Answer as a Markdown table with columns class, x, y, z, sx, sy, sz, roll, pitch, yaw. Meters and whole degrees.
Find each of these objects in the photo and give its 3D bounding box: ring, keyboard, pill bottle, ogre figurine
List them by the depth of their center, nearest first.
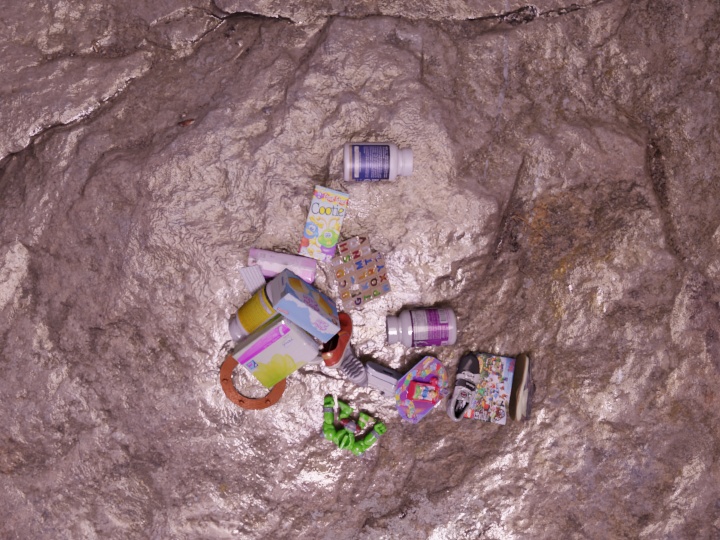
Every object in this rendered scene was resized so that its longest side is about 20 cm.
| class | x | y | z | sx | sy | sz | roll | pitch | yaw |
| --- | --- | --- | --- | --- | --- | --- | --- | --- | --- |
| keyboard | -0.294 | 0.041 | 1.590 | 0.056 | 0.201 | 0.011 | -17 | 60 | -5 |
| pill bottle | -0.282 | 0.125 | 1.603 | 0.199 | 0.112 | 0.113 | -39 | 93 | 20 |
| pill bottle | 0.049 | -0.316 | 1.628 | 0.197 | 0.111 | 0.113 | 0 | 92 | -3 |
| ring | -0.317 | 0.323 | 1.648 | 0.197 | 0.019 | 0.203 | 0 | 106 | 1 |
| pill bottle | 0.175 | 0.169 | 1.649 | 0.197 | 0.112 | 0.114 | -3 | 92 | -3 |
| ogre figurine | -0.036 | 0.466 | 1.656 | 0.199 | 0.098 | 0.121 | 31 | 78 | -15 |

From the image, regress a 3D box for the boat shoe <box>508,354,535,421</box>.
| class | x | y | z | sx | sy | sz | roll | pitch | yaw |
| --- | --- | --- | --- | --- | --- | --- | --- | --- | --- |
| boat shoe | 0.496 | 0.356 | 1.698 | 0.065 | 0.072 | 0.204 | 7 | 92 | -13 |

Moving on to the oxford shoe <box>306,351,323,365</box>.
| class | x | y | z | sx | sy | sz | roll | pitch | yaw |
| --- | --- | --- | --- | --- | --- | --- | --- | --- | --- |
| oxford shoe | -0.199 | 0.228 | 1.648 | 0.197 | 0.075 | 0.058 | 16 | 111 | 1 |

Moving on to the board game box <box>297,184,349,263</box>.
| class | x | y | z | sx | sy | sz | roll | pitch | yaw |
| --- | --- | --- | --- | --- | --- | --- | --- | --- | --- |
| board game box | -0.106 | -0.132 | 1.629 | 0.103 | 0.103 | 0.203 | 15 | 91 | -4 |

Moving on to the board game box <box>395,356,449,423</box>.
| class | x | y | z | sx | sy | sz | roll | pitch | yaw |
| --- | --- | --- | --- | --- | --- | --- | --- | --- | --- |
| board game box | 0.191 | 0.353 | 1.644 | 0.199 | 0.039 | 0.159 | -36 | 114 | -25 |

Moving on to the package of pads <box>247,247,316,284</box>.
| class | x | y | z | sx | sy | sz | roll | pitch | yaw |
| --- | --- | --- | --- | --- | --- | --- | --- | --- | --- |
| package of pads | -0.223 | -0.008 | 1.615 | 0.197 | 0.121 | 0.077 | 10 | 79 | -4 |

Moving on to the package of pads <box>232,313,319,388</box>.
| class | x | y | z | sx | sy | sz | roll | pitch | yaw |
| --- | --- | --- | --- | --- | --- | --- | --- | --- | --- |
| package of pads | -0.230 | 0.222 | 1.553 | 0.199 | 0.068 | 0.155 | -35 | 113 | 16 |

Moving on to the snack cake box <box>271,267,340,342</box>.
| class | x | y | z | sx | sy | sz | roll | pitch | yaw |
| --- | --- | --- | --- | --- | --- | --- | --- | --- | --- |
| snack cake box | -0.150 | 0.097 | 1.541 | 0.067 | 0.116 | 0.199 | -41 | 124 | 17 |

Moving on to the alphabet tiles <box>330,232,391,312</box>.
| class | x | y | z | sx | sy | sz | roll | pitch | yaw |
| --- | --- | --- | --- | --- | --- | --- | --- | --- | --- |
| alphabet tiles | 0.000 | 0.000 | 1.631 | 0.166 | 0.008 | 0.202 | -23 | 110 | -24 |

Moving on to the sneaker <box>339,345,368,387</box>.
| class | x | y | z | sx | sy | sz | roll | pitch | yaw |
| --- | --- | --- | --- | --- | --- | --- | --- | --- | --- |
| sneaker | -0.040 | 0.266 | 1.620 | 0.074 | 0.200 | 0.082 | -31 | 131 | -6 |

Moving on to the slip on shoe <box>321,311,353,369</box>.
| class | x | y | z | sx | sy | sz | roll | pitch | yaw |
| --- | --- | --- | --- | --- | --- | --- | --- | --- | --- |
| slip on shoe | -0.068 | 0.189 | 1.607 | 0.073 | 0.201 | 0.062 | -12 | 126 | 25 |

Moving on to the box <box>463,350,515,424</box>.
| class | x | y | z | sx | sy | sz | roll | pitch | yaw |
| --- | --- | --- | --- | --- | --- | --- | --- | --- | --- |
| box | 0.386 | 0.355 | 1.704 | 0.135 | 0.038 | 0.203 | 9 | 91 | -3 |

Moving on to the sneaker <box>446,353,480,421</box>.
| class | x | y | z | sx | sy | sz | roll | pitch | yaw |
| --- | --- | --- | --- | --- | --- | --- | --- | --- | --- |
| sneaker | 0.308 | 0.347 | 1.640 | 0.073 | 0.089 | 0.203 | 14 | 90 | 2 |

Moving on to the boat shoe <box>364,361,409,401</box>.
| class | x | y | z | sx | sy | sz | roll | pitch | yaw |
| --- | --- | --- | --- | --- | --- | --- | --- | --- | --- |
| boat shoe | 0.079 | 0.346 | 1.660 | 0.200 | 0.075 | 0.087 | 27 | 105 | -25 |
